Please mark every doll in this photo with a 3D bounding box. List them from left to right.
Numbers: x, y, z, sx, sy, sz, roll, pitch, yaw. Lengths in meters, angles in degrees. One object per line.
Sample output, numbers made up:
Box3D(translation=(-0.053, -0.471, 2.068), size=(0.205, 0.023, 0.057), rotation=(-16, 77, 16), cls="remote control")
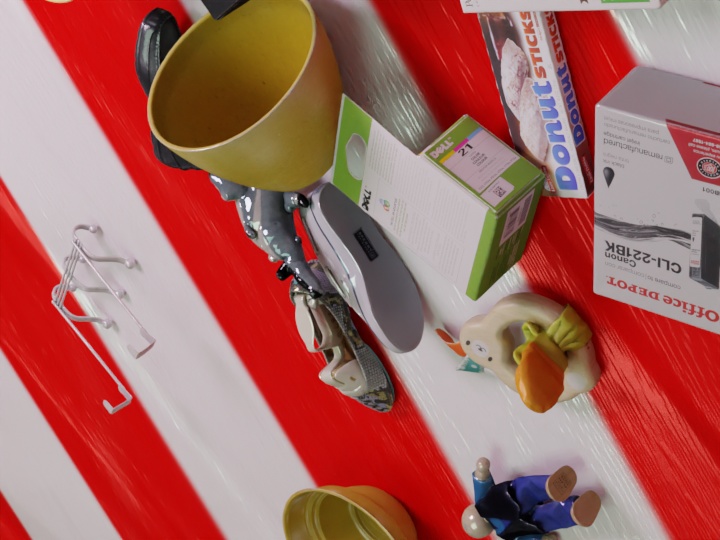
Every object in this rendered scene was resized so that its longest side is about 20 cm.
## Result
Box3D(translation=(0.175, 0.258, 1.810), size=(0.136, 0.049, 0.200), rotation=(46, 147, -9), cls="doll")

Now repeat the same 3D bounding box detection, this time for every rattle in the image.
Box3D(translation=(0.133, 0.106, 1.668), size=(0.199, 0.144, 0.131), rotation=(0, 139, 36), cls="rattle")

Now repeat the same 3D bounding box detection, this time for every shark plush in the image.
Box3D(translation=(-0.090, -0.062, 1.744), size=(0.083, 0.090, 0.201), rotation=(-36, 54, 28), cls="shark plush")

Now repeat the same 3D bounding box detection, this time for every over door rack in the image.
Box3D(translation=(-0.318, 0.058, 2.086), size=(0.201, 0.066, 0.148), rotation=(58, 145, 23), cls="over door rack")

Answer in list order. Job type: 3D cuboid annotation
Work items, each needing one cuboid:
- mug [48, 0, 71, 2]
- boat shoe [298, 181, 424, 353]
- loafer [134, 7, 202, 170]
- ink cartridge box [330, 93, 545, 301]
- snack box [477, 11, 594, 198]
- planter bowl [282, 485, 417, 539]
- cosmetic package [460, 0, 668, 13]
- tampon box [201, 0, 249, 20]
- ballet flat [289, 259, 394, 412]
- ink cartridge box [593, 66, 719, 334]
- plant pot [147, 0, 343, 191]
Box3D(translation=(-0.290, -0.370, 1.674), size=(0.185, 0.153, 0.150), rotation=(0, 120, 43), cls="mug")
Box3D(translation=(0.000, 0.000, 1.766), size=(0.065, 0.073, 0.201), rotation=(-24, 92, 54), cls="boat shoe")
Box3D(translation=(-0.198, -0.195, 1.796), size=(0.070, 0.068, 0.202), rotation=(16, 135, 23), cls="loafer")
Box3D(translation=(0.070, -0.089, 1.601), size=(0.200, 0.076, 0.148), rotation=(40, 151, 19), cls="ink cartridge box")
Box3D(translation=(0.163, -0.162, 1.515), size=(0.071, 0.024, 0.201), rotation=(5, 123, 42), cls="snack box")
Box3D(translation=(0.008, 0.323, 1.988), size=(0.199, 0.083, 0.202), rotation=(25, 135, 27), cls="planter bowl")
Box3D(translation=(0.172, -0.280, 1.371), size=(0.199, 0.085, 0.108), rotation=(4, 125, 40), cls="cosmetic package")
Box3D(translation=(-0.114, -0.366, 1.517), size=(0.201, 0.150, 0.126), rotation=(55, 141, -6), cls="tampon box")
Box3D(translation=(-0.029, 0.087, 1.853), size=(0.072, 0.072, 0.202), rotation=(-8, 115, 45), cls="ballet flat")
Box3D(translation=(0.284, -0.059, 1.437), size=(0.143, 0.084, 0.201), rotation=(19, 132, 31), cls="ink cartridge box")
Box3D(translation=(-0.092, -0.162, 1.650), size=(0.199, 0.201, 0.142), rotation=(7, 153, 39), cls="plant pot")
